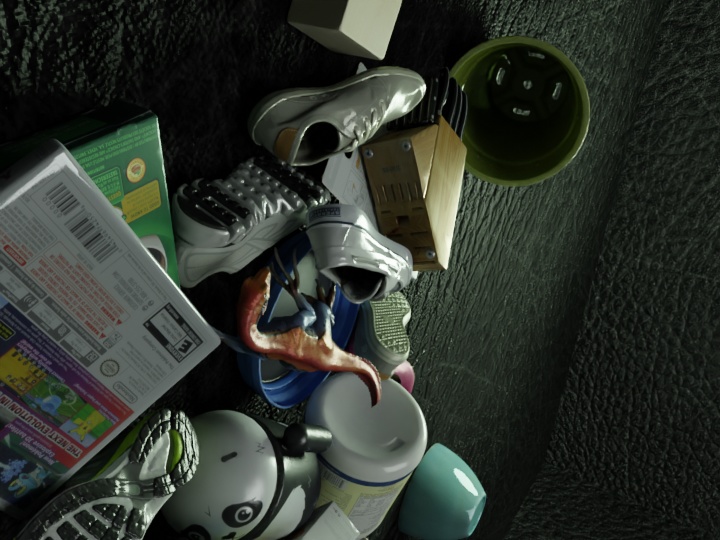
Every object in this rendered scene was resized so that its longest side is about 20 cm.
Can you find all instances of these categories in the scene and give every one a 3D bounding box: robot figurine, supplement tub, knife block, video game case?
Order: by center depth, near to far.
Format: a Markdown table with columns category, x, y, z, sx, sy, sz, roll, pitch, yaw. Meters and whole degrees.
| category | x | y | z | sx | sy | sz | roll | pitch | yaw |
| --- | --- | --- | --- | --- | --- | --- | --- | --- | --- |
| video game case | -0.201 | 0.048 | 0.443 | 0.182 | 0.023 | 0.200 | -42 | 140 | -15 |
| robot figurine | -0.113 | 0.207 | 0.707 | 0.151 | 0.124 | 0.200 | -69 | 156 | -11 |
| knife block | 0.080 | -0.119 | 0.807 | 0.175 | 0.064 | 0.201 | -35 | 115 | -50 |
| supplement tub | -0.017 | 0.233 | 0.864 | 0.145 | 0.145 | 0.200 | -39 | 159 | -48 |

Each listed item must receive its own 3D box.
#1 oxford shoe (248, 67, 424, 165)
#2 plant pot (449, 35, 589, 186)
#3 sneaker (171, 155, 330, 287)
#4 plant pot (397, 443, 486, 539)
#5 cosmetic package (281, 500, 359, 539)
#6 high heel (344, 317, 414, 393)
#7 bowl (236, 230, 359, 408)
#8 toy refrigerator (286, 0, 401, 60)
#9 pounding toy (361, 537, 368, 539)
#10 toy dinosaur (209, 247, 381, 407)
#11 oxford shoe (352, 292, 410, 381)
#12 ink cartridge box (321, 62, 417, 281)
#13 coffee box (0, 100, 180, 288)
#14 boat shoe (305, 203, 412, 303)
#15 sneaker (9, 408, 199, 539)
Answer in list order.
| category | x | y | z | sx | sy | sz | roll | pitch | yaw |
| --- | --- | --- | --- | --- | --- | --- | --- | --- | --- |
| oxford shoe | -0.010 | -0.139 | 0.664 | 0.200 | 0.058 | 0.075 | -23 | 153 | -38 |
| plant pot | 0.228 | -0.248 | 1.027 | 0.190 | 0.199 | 0.201 | -55 | 154 | -57 |
| sneaker | -0.099 | -0.045 | 0.629 | 0.200 | 0.075 | 0.081 | -30 | 152 | -56 |
| plant pot | 0.185 | 0.487 | 1.516 | 0.200 | 0.134 | 0.201 | -44 | 145 | -42 |
| cosmetic package | -0.094 | 0.319 | 0.789 | 0.200 | 0.051 | 0.083 | -37 | -177 | 41 |
| high heel | 0.023 | 0.146 | 0.997 | 0.200 | 0.067 | 0.096 | 73 | 34 | -46 |
| bowl | -0.064 | 0.051 | 0.792 | 0.201 | 0.039 | 0.201 | -44 | 144 | -43 |
| toy refrigerator | 0.006 | -0.301 | 0.639 | 0.076 | 0.070 | 0.201 | 9 | 99 | -58 |
| pounding toy | -0.049 | 0.490 | 1.030 | 0.200 | 0.142 | 0.184 | -56 | 151 | -28 |
| toy dinosaur | -0.049 | 0.049 | 0.622 | 0.105 | 0.200 | 0.181 | -58 | 180 | 6 |
| oxford shoe | 0.023 | 0.069 | 0.899 | 0.058 | 0.075 | 0.200 | -60 | -168 | 23 |
| ink cartridge box | 0.016 | -0.104 | 0.812 | 0.200 | 0.057 | 0.163 | 40 | 55 | -41 |
| coffee box | -0.186 | -0.001 | 0.497 | 0.123 | 0.044 | 0.201 | -40 | 142 | -44 |
| boat shoe | 0.000 | 0.000 | 0.692 | 0.200 | 0.073 | 0.066 | 32 | 52 | -60 |
| sneaker | -0.198 | 0.181 | 0.531 | 0.074 | 0.081 | 0.200 | 59 | 26 | -6 |
